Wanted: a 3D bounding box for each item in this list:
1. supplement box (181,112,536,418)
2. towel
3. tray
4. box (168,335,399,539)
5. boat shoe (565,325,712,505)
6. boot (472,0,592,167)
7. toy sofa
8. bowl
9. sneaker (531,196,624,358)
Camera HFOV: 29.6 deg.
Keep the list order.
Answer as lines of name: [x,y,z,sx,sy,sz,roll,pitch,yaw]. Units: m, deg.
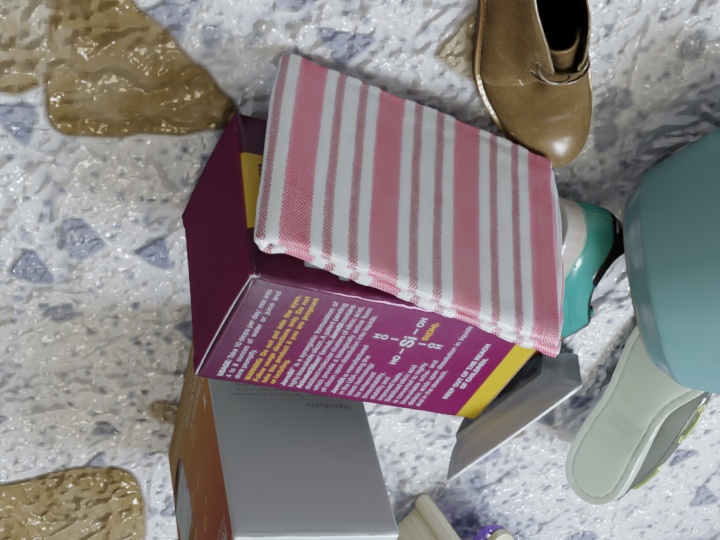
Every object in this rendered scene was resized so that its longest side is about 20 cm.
supplement box: [0.000,0.000,0.844,0.197,0.132,0.104,10,139,-24]
towel: [0.032,-0.037,0.803,0.198,0.148,0.030,20,137,-17]
tray: [0.105,0.092,0.949,0.107,0.200,0.022,-36,87,8]
box: [-0.061,0.149,0.918,0.105,0.201,0.154,3,128,-17]
boat shoe: [0.230,0.090,1.037,0.060,0.072,0.203,3,124,-54]
boot: [0.108,-0.127,0.812,0.073,0.076,0.201,-21,134,-2]
toy sofa: [0.111,0.264,1.140,0.098,0.083,0.200,-44,128,2]
bowl: [0.236,-0.001,0.895,0.104,0.203,0.202,-10,135,21]
sneaker: [0.117,0.034,0.955,0.079,0.072,0.201,12,131,-30]
